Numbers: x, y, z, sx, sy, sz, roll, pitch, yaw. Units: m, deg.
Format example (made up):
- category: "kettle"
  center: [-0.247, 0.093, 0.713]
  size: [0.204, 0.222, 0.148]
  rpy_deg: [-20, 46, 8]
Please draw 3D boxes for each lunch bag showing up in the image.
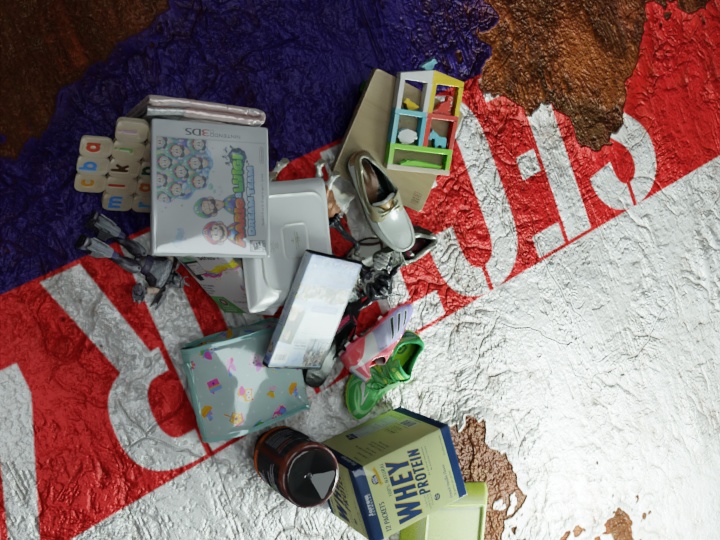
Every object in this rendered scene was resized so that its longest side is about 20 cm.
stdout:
- category: "lunch bag"
  center: [-0.203, 0.185, 1.469]
  size: [0.197, 0.121, 0.174]
  rpy_deg: [-16, 99, -30]

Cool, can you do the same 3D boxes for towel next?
- category: "towel"
  center: [-0.269, -0.239, 1.379]
  size: [0.187, 0.199, 0.033]
  rpy_deg: [3, 89, -25]

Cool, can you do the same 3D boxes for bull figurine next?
- category: "bull figurine"
  center: [-0.096, -0.135, 1.523]
  size: [0.196, 0.066, 0.123]
  rpy_deg: [-6, 135, -19]

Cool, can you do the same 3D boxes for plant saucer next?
- category: "plant saucer"
  center: [0.172, 0.527, 1.702]
  size: [0.196, 0.048, 0.204]
  rpy_deg: [6, 89, -26]

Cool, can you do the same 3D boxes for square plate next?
- category: "square plate"
  center: [-0.113, -0.046, 1.400]
  size: [0.196, 0.028, 0.205]
  rpy_deg: [-10, 95, -48]

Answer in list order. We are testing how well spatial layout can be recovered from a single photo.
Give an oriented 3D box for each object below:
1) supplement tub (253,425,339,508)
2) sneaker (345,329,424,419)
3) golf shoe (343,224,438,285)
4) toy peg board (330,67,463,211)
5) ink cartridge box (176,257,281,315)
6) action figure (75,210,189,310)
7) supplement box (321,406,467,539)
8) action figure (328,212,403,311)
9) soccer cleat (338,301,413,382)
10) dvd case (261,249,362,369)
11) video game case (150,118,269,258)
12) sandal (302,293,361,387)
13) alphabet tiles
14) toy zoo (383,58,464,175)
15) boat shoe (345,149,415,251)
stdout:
- category: "supplement tub"
  center: [-0.119, 0.327, 1.469]
  size: [0.105, 0.199, 0.110]
  rpy_deg: [-1, 93, -25]
- category: "sneaker"
  center: [0.045, 0.190, 1.610]
  size: [0.074, 0.083, 0.201]
  rpy_deg: [46, 73, -20]
- category: "golf shoe"
  center: [0.052, -0.033, 1.606]
  size: [0.198, 0.088, 0.078]
  rpy_deg: [-28, 105, -20]
- category: "toy peg board"
  center: [0.056, -0.247, 1.612]
  size: [0.197, 0.098, 0.202]
  rpy_deg: [21, 98, -24]
- category: "ink cartridge box"
  center: [-0.221, -0.025, 1.411]
  size: [0.201, 0.143, 0.085]
  rpy_deg: [53, 57, -31]
- category: "action figure"
  center: [-0.365, -0.016, 1.410]
  size: [0.198, 0.069, 0.132]
  rpy_deg: [31, 60, -28]
- category: "supplement box"
  center: [0.048, 0.360, 1.552]
  size: [0.197, 0.199, 0.137]
  rpy_deg: [-20, 99, -23]
- category: "action figure"
  center: [0.000, 0.000, 1.523]
  size: [0.200, 0.102, 0.119]
  rpy_deg: [43, 98, -13]
- category: "soccer cleat"
  center: [0.041, 0.130, 1.591]
  size: [0.077, 0.067, 0.199]
  rpy_deg: [47, 48, 9]
- category: "dvd case"
  center: [-0.078, 0.070, 1.428]
  size: [0.142, 0.017, 0.203]
  rpy_deg: [11, 103, -54]
- category: "video game case"
  center: [-0.226, -0.122, 1.296]
  size: [0.178, 0.024, 0.205]
  rpy_deg: [1, 82, -22]
- category: "sandal"
  center: [-0.041, 0.124, 1.578]
  size: [0.075, 0.045, 0.203]
  rpy_deg: [31, 80, -42]
- category: "alphabet tiles"
  center: [-0.349, -0.163, 1.361]
  size: [0.192, 0.201, 0.015]
  rpy_deg: [1, 53, -25]
- category: "toy zoo"
  center: [0.117, -0.280, 1.559]
  size: [0.129, 0.020, 0.204]
  rpy_deg: [4, 105, -22]
- category: "boat shoe"
  center: [0.037, -0.119, 1.529]
  size: [0.074, 0.068, 0.202]
  rpy_deg: [-35, 102, -7]
